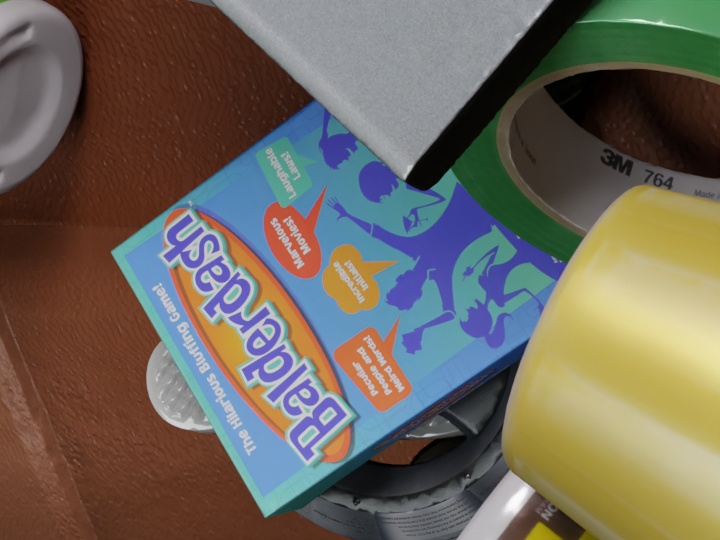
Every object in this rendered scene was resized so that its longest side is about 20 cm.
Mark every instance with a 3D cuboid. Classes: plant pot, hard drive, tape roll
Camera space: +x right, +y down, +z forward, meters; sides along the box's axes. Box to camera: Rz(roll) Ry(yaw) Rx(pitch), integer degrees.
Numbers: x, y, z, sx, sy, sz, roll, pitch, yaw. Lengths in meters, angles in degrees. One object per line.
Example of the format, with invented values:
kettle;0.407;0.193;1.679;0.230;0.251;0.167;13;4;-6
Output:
plant pot;0.168;0.060;1.119;0.189;0.201;0.201;27;135;18
hard drive;0.001;-0.146;1.105;0.200;0.033;0.140;44;99;23
tape roll;0.133;-0.059;1.159;0.200;0.048;0.200;14;151;8

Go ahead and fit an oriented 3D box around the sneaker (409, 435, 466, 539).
sneaker;0.059;0.178;1.447;0.079;0.074;0.200;46;147;46

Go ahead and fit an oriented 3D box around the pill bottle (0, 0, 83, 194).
pill bottle;-0.256;-0.126;1.524;0.200;0.111;0.111;27;134;29

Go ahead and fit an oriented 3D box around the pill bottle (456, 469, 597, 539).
pill bottle;0.136;0.162;1.231;0.200;0.109;0.109;38;139;8

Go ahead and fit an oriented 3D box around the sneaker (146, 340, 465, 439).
sneaker;-0.002;0.048;1.434;0.200;0.079;0.078;-1;86;20

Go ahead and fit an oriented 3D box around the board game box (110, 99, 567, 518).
board game box;0.000;0.000;1.323;0.200;0.045;0.152;-36;79;23

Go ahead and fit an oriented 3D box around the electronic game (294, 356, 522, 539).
electronic game;0.016;0.033;1.366;0.200;0.042;0.200;1;93;24

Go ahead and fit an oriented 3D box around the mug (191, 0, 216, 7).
mug;-0.045;-0.195;1.237;0.149;0.153;0.187;15;86;23

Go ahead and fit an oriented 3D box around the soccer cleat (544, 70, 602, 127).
soccer cleat;0.101;-0.122;1.209;0.081;0.068;0.200;23;131;21
